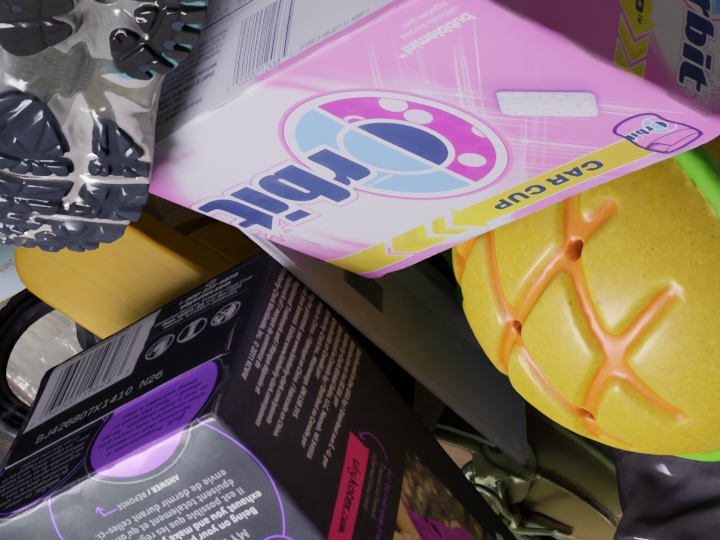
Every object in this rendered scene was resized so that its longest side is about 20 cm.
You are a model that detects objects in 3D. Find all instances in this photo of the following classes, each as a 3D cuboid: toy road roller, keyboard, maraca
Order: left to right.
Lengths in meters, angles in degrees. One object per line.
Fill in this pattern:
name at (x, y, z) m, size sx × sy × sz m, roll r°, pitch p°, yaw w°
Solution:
toy road roller at (-0.054, 0.046, 1.065) m, size 0.199 × 0.123 × 0.147 m, roll 33°, pitch 113°, yaw 16°
keyboard at (0.000, 0.000, 0.959) m, size 0.011 × 0.057 × 0.200 m, roll -26°, pitch 129°, yaw 32°
maraca at (0.079, -0.007, 0.911) m, size 0.200 × 0.107 × 0.138 m, roll 29°, pitch 133°, yaw 47°

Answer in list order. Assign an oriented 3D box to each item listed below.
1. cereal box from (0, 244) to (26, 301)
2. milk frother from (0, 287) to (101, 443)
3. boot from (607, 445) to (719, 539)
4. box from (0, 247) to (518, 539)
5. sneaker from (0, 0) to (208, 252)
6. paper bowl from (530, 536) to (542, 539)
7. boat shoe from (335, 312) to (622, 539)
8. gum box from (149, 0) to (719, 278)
cereal box at (-0.218, -0.055, 1.190) m, size 0.199 × 0.040 × 0.144 m, roll 29°, pitch 153°, yaw -25°
milk frother at (-0.179, -0.006, 1.097) m, size 0.181 × 0.199 × 0.188 m, roll 62°, pitch 159°, yaw 15°
boot at (0.109, 0.089, 0.982) m, size 0.200 × 0.132 × 0.070 m, roll 40°, pitch 153°, yaw -1°
box at (-0.027, 0.113, 0.950) m, size 0.122 × 0.106 × 0.200 m, roll -27°, pitch 113°, yaw 27°
sneaker at (-0.088, -0.077, 0.813) m, size 0.077 × 0.087 × 0.200 m, roll 18°, pitch 145°, yaw -17°
paper bowl at (0.029, 0.169, 1.214) m, size 0.200 × 0.105 × 0.201 m, roll 31°, pitch 155°, yaw 16°
boat shoe at (0.039, 0.083, 1.128) m, size 0.199 × 0.063 × 0.074 m, roll 22°, pitch 147°, yaw 29°
gum box at (0.014, -0.064, 0.832) m, size 0.113 × 0.067 × 0.200 m, roll 23°, pitch 152°, yaw -30°
